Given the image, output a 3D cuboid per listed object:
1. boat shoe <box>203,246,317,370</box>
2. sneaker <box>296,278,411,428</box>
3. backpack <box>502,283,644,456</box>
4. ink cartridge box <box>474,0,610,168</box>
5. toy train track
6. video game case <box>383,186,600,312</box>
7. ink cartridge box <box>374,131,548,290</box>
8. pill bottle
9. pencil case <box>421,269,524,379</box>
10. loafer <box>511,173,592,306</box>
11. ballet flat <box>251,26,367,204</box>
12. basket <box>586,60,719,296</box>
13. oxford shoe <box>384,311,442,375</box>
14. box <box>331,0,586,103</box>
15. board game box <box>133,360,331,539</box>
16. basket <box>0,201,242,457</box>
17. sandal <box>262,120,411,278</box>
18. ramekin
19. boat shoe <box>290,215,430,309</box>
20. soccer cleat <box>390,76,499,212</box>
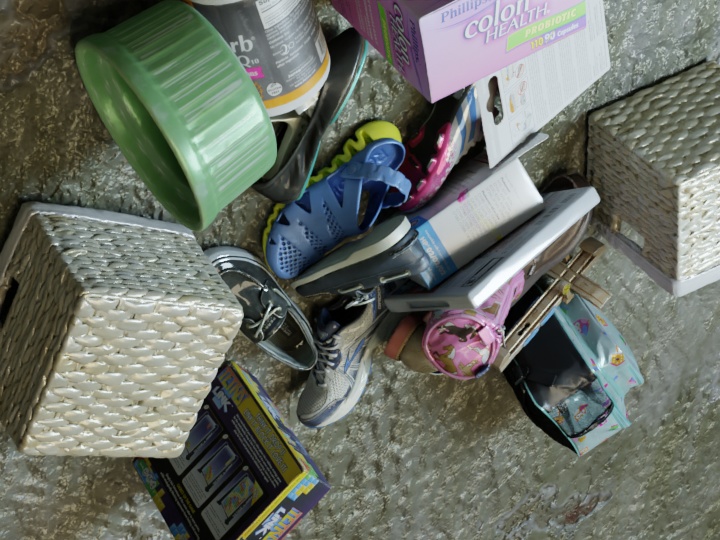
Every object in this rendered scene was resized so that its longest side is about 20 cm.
[{"bbox_3d":[-0.103,0.041,1.735,0.072,0.071,0.200,-46,136,5],"label":"boat shoe"},{"bbox_3d":[-0.026,0.082,1.824,0.085,0.077,0.202,25,97,-42],"label":"sneaker"},{"bbox_3d":[0.253,0.122,1.971,0.152,0.176,0.201,-32,140,-3],"label":"backpack"},{"bbox_3d":[0.179,-0.229,1.705,0.199,0.050,0.162,-39,138,-22],"label":"ink cartridge box"},{"bbox_3d":[0.216,0.033,1.898,0.200,0.114,0.033,-48,144,-14],"label":"toy train track"},{"bbox_3d":[0.140,-0.021,1.754,0.200,0.182,0.023,-40,105,-24],"label":"video game case"},{"bbox_3d":[0.123,-0.069,1.764,0.199,0.115,0.068,-35,105,-6],"label":"ink cartridge box"},{"bbox_3d":[-0.104,-0.248,1.477,0.116,0.117,0.201,-30,135,-11],"label":"pill bottle"},{"bbox_3d":[0.127,0.042,1.778,0.086,0.200,0.083,25,117,2],"label":"pencil case"},{"bbox_3d":[0.192,-0.032,1.879,0.071,0.073,0.201,27,105,-45],"label":"loafer"},{"bbox_3d":[-0.059,-0.155,1.619,0.068,0.068,0.202,11,116,-30],"label":"ballet flat"},{"bbox_3d":[0.382,-0.109,1.868,0.198,0.198,0.162,-24,130,-16],"label":"basket"},{"bbox_3d":[0.086,0.092,1.854,0.071,0.074,0.200,-60,166,12],"label":"oxford shoe"},{"bbox_3d":[0.085,-0.276,1.525,0.174,0.200,0.097,-27,134,-15],"label":"box"},{"bbox_3d":[-0.142,0.222,1.755,0.165,0.200,0.057,-45,134,5],"label":"board game box"},{"bbox_3d":[-0.249,0.065,1.580,0.198,0.161,0.200,7,118,-40],"label":"basket"},{"bbox_3d":[-0.021,-0.065,1.699,0.200,0.087,0.079,-46,138,8],"label":"sandal"},{"bbox_3d":[-0.162,-0.145,1.464,0.097,0.200,0.201,-35,136,-16],"label":"ramekin"},{"bbox_3d":[0.000,0.000,1.706,0.062,0.199,0.075,53,47,-11],"label":"boat shoe"},{"bbox_3d":[0.103,-0.146,1.732,0.086,0.070,0.202,8,117,-38],"label":"soccer cleat"}]
